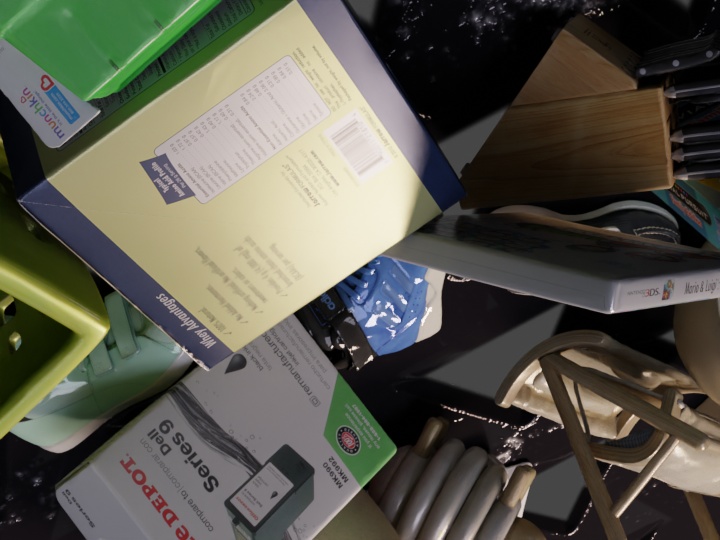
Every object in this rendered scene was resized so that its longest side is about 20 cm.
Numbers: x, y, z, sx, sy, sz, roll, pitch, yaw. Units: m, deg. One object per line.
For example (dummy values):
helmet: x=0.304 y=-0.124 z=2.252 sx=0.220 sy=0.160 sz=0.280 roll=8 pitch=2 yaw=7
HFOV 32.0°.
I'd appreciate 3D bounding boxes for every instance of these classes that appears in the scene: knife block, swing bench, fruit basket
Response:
knife block: x=0.186 y=-0.083 z=0.862 sx=0.201 sy=0.175 sz=0.064 roll=-55 pitch=174 yaw=29
swing bench: x=0.261 y=0.149 z=1.127 sx=0.197 sy=0.201 sz=0.130 roll=21 pitch=112 yaw=-42
fruit basket: x=-0.144 y=-0.193 z=0.600 sx=0.184 sy=0.201 sz=0.094 roll=-38 pitch=180 yaw=12

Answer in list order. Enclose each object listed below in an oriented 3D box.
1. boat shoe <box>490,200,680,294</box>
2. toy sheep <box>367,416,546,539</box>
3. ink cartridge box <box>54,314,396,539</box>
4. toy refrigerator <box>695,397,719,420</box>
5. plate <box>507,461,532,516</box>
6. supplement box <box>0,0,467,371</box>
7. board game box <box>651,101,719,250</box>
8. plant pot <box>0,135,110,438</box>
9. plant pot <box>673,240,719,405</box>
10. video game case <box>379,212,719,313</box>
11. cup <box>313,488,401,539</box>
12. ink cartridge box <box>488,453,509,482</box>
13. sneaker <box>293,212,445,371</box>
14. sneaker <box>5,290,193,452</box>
boat shoe: x=0.186 y=-0.014 z=1.015 sx=0.197 sy=0.061 sz=0.075 roll=2 pitch=131 yaw=-30
toy sheep: x=0.075 y=0.209 z=1.118 sx=0.139 sy=0.198 sz=0.139 roll=-53 pitch=161 yaw=-28
ink cartridge box: x=-0.092 y=0.142 z=0.890 sx=0.200 sy=0.147 sz=0.084 roll=-41 pitch=-177 yaw=-38
toy refrigerator: x=0.425 y=0.134 z=1.286 sx=0.069 sy=0.076 sz=0.201 roll=18 pitch=122 yaw=-40
plate: x=0.085 y=0.292 z=1.301 sx=0.197 sy=0.033 sz=0.202 roll=-14 pitch=137 yaw=-15
supplement box: x=-0.078 y=-0.085 z=0.743 sx=0.198 sy=0.135 sz=0.200 roll=-33 pitch=138 yaw=7
board game box: x=0.293 y=-0.084 z=0.893 sx=0.149 sy=0.200 sz=0.047 roll=-26 pitch=118 yaw=-2
plant pot: x=-0.282 y=-0.007 z=0.679 sx=0.199 sy=0.183 sz=0.198 roll=-39 pitch=138 yaw=15
plant pot: x=0.350 y=0.046 z=1.093 sx=0.197 sy=0.204 sz=0.134 roll=-5 pitch=171 yaw=-24
video game case: x=0.127 y=-0.010 z=0.800 sx=0.180 sy=0.198 sz=0.024 roll=-4 pitch=105 yaw=-46
cup: x=-0.029 y=0.269 z=1.032 sx=0.201 sy=0.142 sz=0.202 roll=-50 pitch=157 yaw=-31
ink cartridge box: x=0.064 y=0.295 z=1.213 sx=0.197 sy=0.045 sz=0.179 roll=-17 pitch=103 yaw=-11
sneaker: x=0.001 y=0.001 z=0.918 sx=0.110 sy=0.077 sz=0.201 roll=-26 pitch=147 yaw=-16
sneaker: x=-0.193 y=0.048 z=0.863 sx=0.200 sy=0.074 sz=0.118 roll=-40 pitch=141 yaw=17
